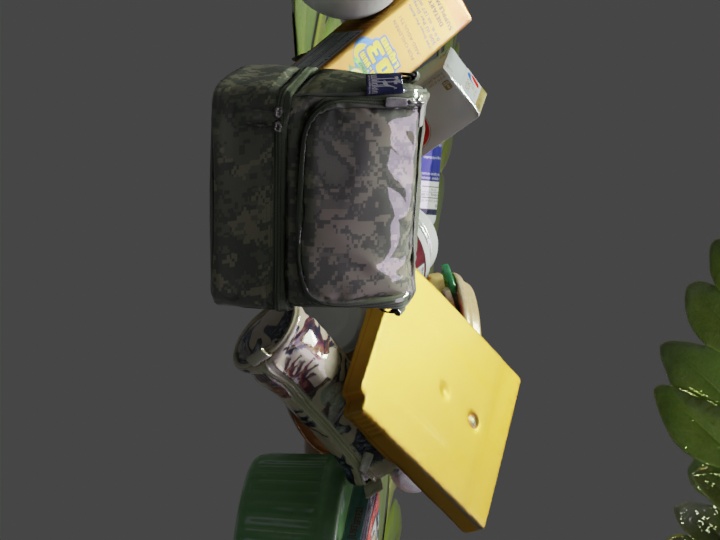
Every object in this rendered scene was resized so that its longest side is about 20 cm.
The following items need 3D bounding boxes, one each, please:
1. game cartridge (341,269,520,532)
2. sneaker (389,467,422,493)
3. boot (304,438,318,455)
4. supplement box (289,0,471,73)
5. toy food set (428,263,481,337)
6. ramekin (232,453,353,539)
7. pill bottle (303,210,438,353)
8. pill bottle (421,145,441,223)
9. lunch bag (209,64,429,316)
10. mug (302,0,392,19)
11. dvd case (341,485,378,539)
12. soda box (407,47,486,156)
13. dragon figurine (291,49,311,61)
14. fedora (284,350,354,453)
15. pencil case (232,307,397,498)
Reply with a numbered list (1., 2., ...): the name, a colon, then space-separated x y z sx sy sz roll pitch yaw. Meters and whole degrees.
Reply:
1. game cartridge: 0.065 0.112 1.666 0.200 0.032 0.177 45 45 -30
2. sneaker: 0.029 0.113 1.752 0.082 0.077 0.201 29 -53 59
3. boot: -0.031 0.103 2.036 0.201 0.066 0.176 85 24 -51
4. supplement box: 0.012 -0.205 1.710 0.200 0.069 0.067 -43 117 -26
5. toy food set: 0.087 0.095 1.851 0.198 0.048 0.201 142 -51 -83
6. ramekin: -0.061 0.268 1.739 0.200 0.097 0.201 5 90 -83
7. pill bottle: 0.000 0.000 1.808 0.200 0.112 0.114 -38 135 -58
8. pill bottle: 0.039 -0.108 2.230 0.116 0.115 0.201 -11 105 -83
9. lunch bag: -0.031 -0.068 1.480 0.139 0.167 0.201 -61 154 -74
10. mug: -0.006 -0.319 1.653 0.153 0.149 0.188 98 5 -73
11. dvd case: -0.001 0.299 1.760 0.146 0.022 0.201 -76 168 -54
12. soda box: 0.029 -0.135 1.829 0.064 0.200 0.068 49 23 -13
13. dragon figurine: -0.003 -0.175 1.776 0.059 0.199 0.100 -10 -80 59
14. fedora: -0.001 0.097 1.882 0.200 0.081 0.202 8 80 -53
15. pencil case: -0.032 0.110 1.625 0.200 0.078 0.090 48 20 -31
